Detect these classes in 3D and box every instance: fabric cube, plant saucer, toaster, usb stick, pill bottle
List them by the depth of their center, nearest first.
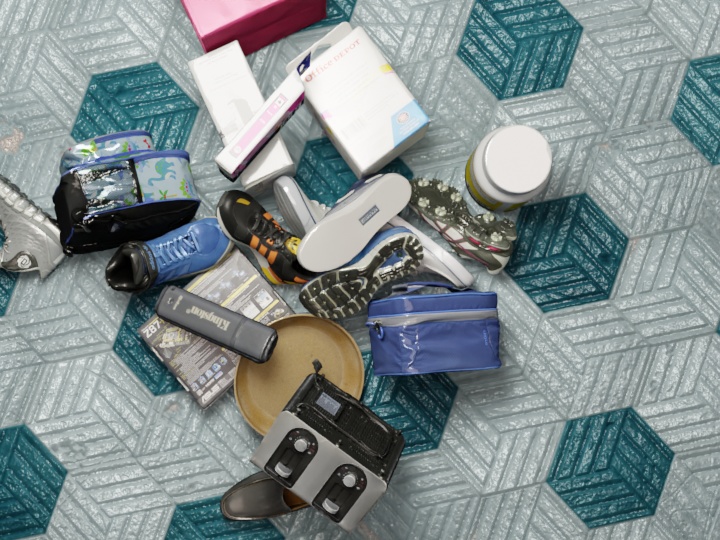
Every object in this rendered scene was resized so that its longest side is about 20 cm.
[{"bbox_3d":[-0.042,0.249,1.647,0.180,0.200,0.119,36,109,0],"label":"toaster"},{"bbox_3d":[-0.210,0.078,1.697,0.199,0.033,0.056,22,83,20],"label":"usb stick"},{"bbox_3d":[0.217,-0.149,1.702,0.113,0.200,0.115,0,88,-1],"label":"pill bottle"},{"bbox_3d":[-0.177,-0.442,1.713,0.198,0.200,0.197,-26,87,-4],"label":"fabric cube"},{"bbox_3d":[-0.094,0.158,1.744,0.198,0.035,0.202,-4,104,-15],"label":"plant saucer"}]

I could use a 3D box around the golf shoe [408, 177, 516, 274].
[{"bbox_3d":[0.140,-0.066,1.759,0.199,0.088,0.077,35,52,23],"label":"golf shoe"}]

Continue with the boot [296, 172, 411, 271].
[{"bbox_3d":[-0.019,-0.071,1.695,0.199,0.090,0.073,-36,109,-15],"label":"boot"}]

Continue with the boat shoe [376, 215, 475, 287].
[{"bbox_3d":[0.080,-0.026,1.766,0.199,0.074,0.066,36,91,11],"label":"boat shoe"}]

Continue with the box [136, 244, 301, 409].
[{"bbox_3d":[-0.212,0.085,1.764,0.200,0.049,0.161,-42,90,-3],"label":"box"}]

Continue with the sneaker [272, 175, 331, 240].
[{"bbox_3d":[-0.060,-0.069,1.745,0.071,0.073,0.201,-41,119,-17],"label":"sneaker"}]

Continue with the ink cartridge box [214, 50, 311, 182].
[{"bbox_3d":[-0.124,-0.211,1.611,0.037,0.095,0.200,39,85,-1],"label":"ink cartridge box"}]

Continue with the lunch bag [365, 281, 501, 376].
[{"bbox_3d":[0.100,0.083,1.705,0.198,0.136,0.134,-1,85,-26],"label":"lunch bag"}]

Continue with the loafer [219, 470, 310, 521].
[{"bbox_3d":[-0.116,0.330,1.741,0.198,0.072,0.073,-17,87,-1],"label":"loafer"}]

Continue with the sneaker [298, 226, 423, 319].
[{"bbox_3d":[0.000,0.000,1.711,0.199,0.089,0.079,-29,112,6],"label":"sneaker"}]

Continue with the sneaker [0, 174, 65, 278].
[{"bbox_3d":[-0.535,-0.063,1.755,0.200,0.075,0.116,40,90,0],"label":"sneaker"}]

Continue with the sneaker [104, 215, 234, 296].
[{"bbox_3d":[-0.283,-0.020,1.703,0.199,0.111,0.077,-20,90,22],"label":"sneaker"}]

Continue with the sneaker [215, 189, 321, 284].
[{"bbox_3d":[-0.127,-0.049,1.700,0.089,0.200,0.070,4,57,37],"label":"sneaker"}]

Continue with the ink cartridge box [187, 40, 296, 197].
[{"bbox_3d":[-0.172,-0.220,1.729,0.083,0.144,0.201,-24,89,-2],"label":"ink cartridge box"}]

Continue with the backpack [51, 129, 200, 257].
[{"bbox_3d":[-0.341,-0.120,1.700,0.198,0.183,0.148,-11,81,-22],"label":"backpack"}]

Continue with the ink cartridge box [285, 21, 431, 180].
[{"bbox_3d":[-0.007,-0.255,1.742,0.128,0.125,0.201,-36,87,-2],"label":"ink cartridge box"}]
